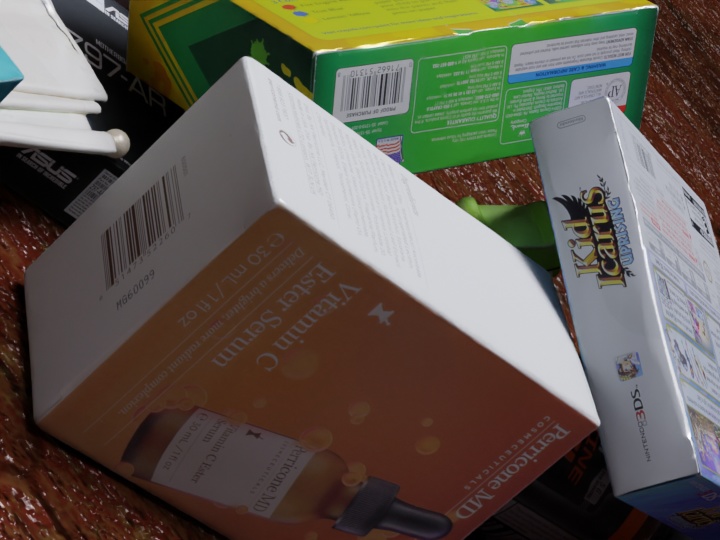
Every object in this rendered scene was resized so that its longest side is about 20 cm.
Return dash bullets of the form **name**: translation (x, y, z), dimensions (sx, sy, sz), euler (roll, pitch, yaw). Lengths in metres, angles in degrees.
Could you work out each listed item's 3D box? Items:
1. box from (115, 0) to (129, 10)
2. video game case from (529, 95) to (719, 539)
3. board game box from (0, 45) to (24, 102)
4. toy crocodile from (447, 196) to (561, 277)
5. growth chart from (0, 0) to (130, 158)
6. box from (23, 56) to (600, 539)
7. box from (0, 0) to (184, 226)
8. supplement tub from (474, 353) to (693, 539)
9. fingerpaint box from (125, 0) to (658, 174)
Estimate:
- **box**: translation (-0.109, -0.202, 1.398), dimensions (0.200, 0.112, 0.101), euler (48, 21, -1)
- **video game case**: translation (0.145, 0.032, 1.201), dimensions (0.200, 0.045, 0.182), euler (33, 42, -65)
- **board game box**: translation (-0.239, -0.094, 0.903), dimensions (0.200, 0.151, 0.047), euler (51, 20, 8)
- **toy crocodile**: translation (0.000, 0.000, 1.184), dimensions (0.068, 0.199, 0.062), euler (-102, -179, -51)
- **growth chart**: translation (-0.180, -0.126, 1.137), dimensions (0.145, 0.018, 0.200), euler (13, 41, -54)
- **box**: translation (-0.022, 0.033, 1.092), dimensions (0.200, 0.152, 0.107), euler (34, 25, -31)
- **box**: translation (-0.172, -0.108, 1.206), dimensions (0.200, 0.044, 0.160), euler (36, 24, -26)
- **supplement tub**: translation (0.088, 0.089, 1.270), dimensions (0.200, 0.107, 0.107), euler (32, 26, -34)
- **fingerpaint box**: translation (0.013, -0.111, 1.213), dimensions (0.199, 0.074, 0.167), euler (-11, 30, -33)
